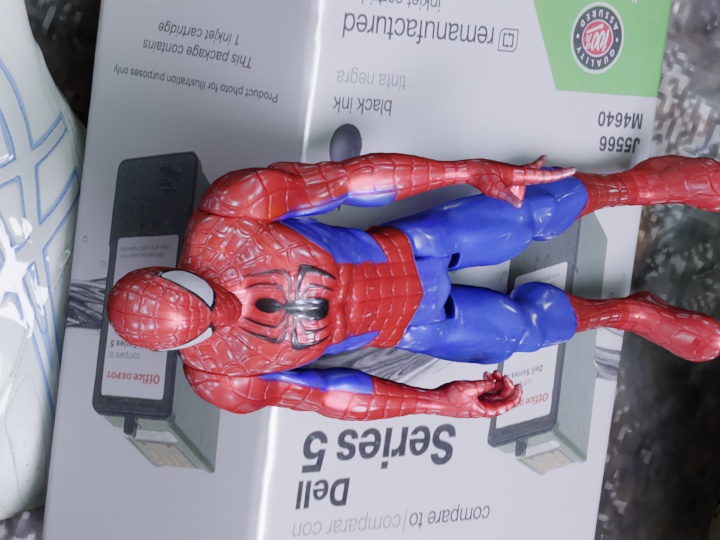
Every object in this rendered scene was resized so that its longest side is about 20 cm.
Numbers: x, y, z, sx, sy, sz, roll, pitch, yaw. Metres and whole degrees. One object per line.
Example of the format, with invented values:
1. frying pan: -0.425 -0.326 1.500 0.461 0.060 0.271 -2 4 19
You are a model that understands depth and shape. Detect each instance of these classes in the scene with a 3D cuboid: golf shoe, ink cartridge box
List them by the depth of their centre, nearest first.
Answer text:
1. golf shoe: -0.102 -0.028 0.760 0.097 0.078 0.200 -7 108 -40
2. ink cartridge box: 0.000 0.000 0.767 0.145 0.084 0.200 -1 100 -48

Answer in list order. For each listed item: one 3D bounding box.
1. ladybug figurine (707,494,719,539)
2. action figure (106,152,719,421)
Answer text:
1. ladybug figurine: 0.192 0.063 0.880 0.200 0.072 0.136 -19 133 -11
2. action figure: 0.019 0.002 0.691 0.200 0.052 0.065 -5 108 -43
